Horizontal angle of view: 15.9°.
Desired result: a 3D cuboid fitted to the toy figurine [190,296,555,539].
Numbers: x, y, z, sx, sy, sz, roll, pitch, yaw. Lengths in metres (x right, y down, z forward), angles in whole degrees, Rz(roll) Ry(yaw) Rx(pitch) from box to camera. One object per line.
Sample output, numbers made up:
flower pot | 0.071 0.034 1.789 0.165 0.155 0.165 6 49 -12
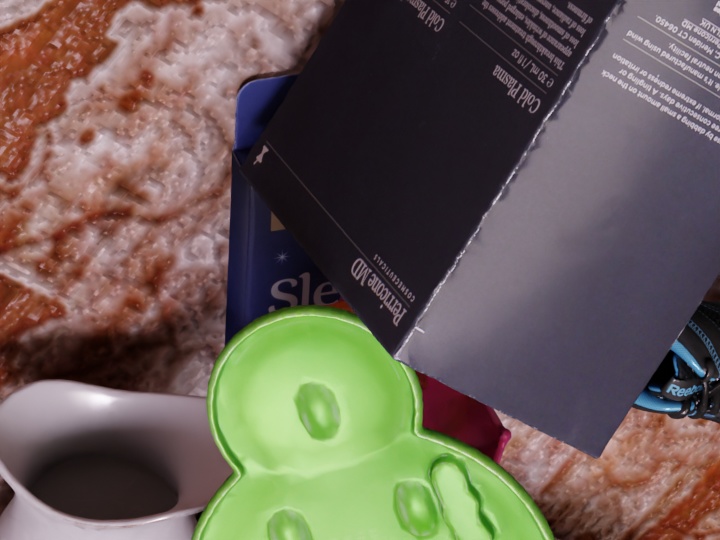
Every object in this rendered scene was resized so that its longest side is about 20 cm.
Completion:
toy figurine | 0.003 0.073 1.080 0.150 0.184 0.200 -15 110 9

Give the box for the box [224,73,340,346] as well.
box | 0.000 0.000 1.155 0.121 0.032 0.200 -9 126 -18

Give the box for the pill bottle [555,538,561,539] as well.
pill bottle | 0.100 0.201 1.293 0.111 0.111 0.200 -44 130 10

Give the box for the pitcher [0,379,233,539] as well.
pitcher | -0.139 0.131 1.140 0.171 0.121 0.200 20 134 13

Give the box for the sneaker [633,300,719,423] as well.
sneaker | 0.160 0.048 1.196 0.200 0.082 0.073 17 118 -12

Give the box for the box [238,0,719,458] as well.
box | 0.065 -0.060 1.008 0.104 0.200 0.182 28 101 -28

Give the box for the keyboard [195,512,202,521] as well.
keyboard | -0.047 0.156 1.244 0.104 0.040 0.200 10 131 -17
